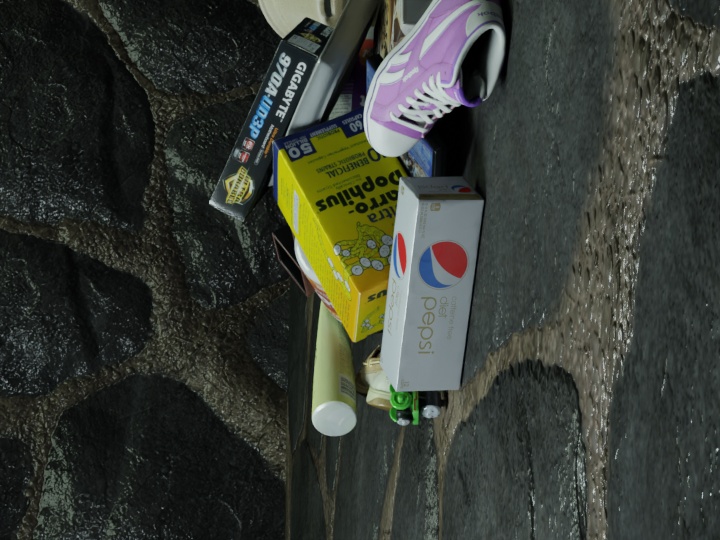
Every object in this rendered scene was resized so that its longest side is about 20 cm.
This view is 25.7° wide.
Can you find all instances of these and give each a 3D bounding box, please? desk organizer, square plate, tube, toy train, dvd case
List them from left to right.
[{"bbox_3d":[-0.058,-0.057,1.825,0.072,0.077,0.200,50,166,26],"label":"desk organizer"},{"bbox_3d":[-0.030,-0.209,1.680,0.198,0.028,0.200,115,180,-47],"label":"square plate"},{"bbox_3d":[-0.030,0.108,1.811,0.200,0.052,0.058,-91,22,-54],"label":"tube"},{"bbox_3d":[0.046,-0.107,1.622,0.143,0.018,0.200,56,161,31],"label":"dvd case"},{"bbox_3d":[0.057,0.071,1.640,0.042,0.056,0.201,89,180,-56],"label":"toy train"}]

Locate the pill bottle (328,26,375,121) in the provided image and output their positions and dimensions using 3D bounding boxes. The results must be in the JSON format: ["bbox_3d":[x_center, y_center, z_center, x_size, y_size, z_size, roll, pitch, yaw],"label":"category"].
[{"bbox_3d":[0.019,-0.176,1.833,0.111,0.111,0.201,-173,86,-83],"label":"pill bottle"}]

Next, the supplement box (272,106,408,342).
[{"bbox_3d":[-0.001,-0.048,1.619,0.200,0.109,0.110,60,164,24],"label":"supplement box"}]

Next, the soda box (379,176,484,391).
[{"bbox_3d":[0.066,0.013,1.504,0.064,0.068,0.201,-124,36,-63],"label":"soda box"}]

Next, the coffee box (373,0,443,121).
[{"bbox_3d":[0.063,-0.247,1.615,0.200,0.080,0.113,109,163,-67],"label":"coffee box"}]

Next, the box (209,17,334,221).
[{"bbox_3d":[-0.092,-0.167,1.712,0.159,0.046,0.200,-66,2,-71],"label":"box"}]

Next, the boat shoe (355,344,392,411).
[{"bbox_3d":[0.037,0.118,1.776,0.200,0.074,0.067,-160,86,-81],"label":"boat shoe"}]

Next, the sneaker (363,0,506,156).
[{"bbox_3d":[0.066,-0.164,1.433,0.201,0.072,0.114,-59,28,33],"label":"sneaker"}]

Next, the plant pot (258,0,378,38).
[{"bbox_3d":[-0.013,-0.351,1.956,0.183,0.200,0.201,-133,45,-65],"label":"plant pot"}]

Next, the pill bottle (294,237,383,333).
[{"bbox_3d":[0.000,0.000,1.780,0.200,0.112,0.113,62,-154,-65],"label":"pill bottle"}]
